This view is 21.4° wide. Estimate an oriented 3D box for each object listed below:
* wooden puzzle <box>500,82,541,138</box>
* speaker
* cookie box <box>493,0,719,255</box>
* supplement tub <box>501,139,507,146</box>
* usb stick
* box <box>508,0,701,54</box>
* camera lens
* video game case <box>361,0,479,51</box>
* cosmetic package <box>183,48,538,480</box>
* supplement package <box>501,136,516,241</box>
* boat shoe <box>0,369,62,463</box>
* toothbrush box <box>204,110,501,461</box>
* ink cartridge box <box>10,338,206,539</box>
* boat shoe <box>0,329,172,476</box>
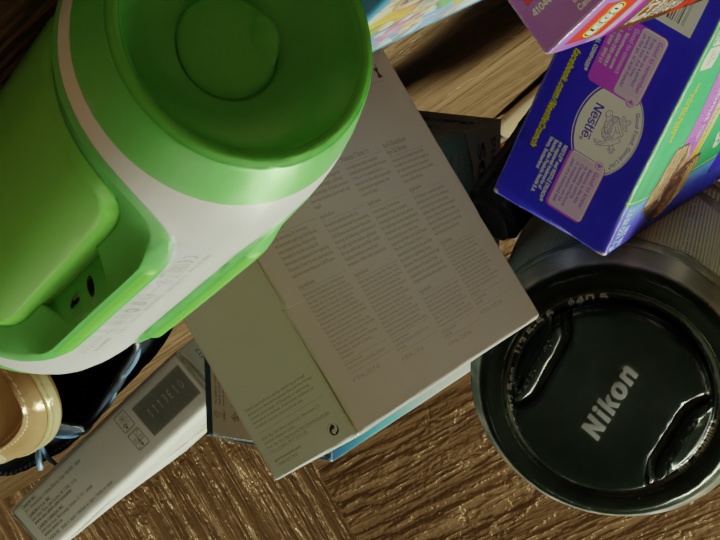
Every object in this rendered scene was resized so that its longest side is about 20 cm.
[{"bbox_3d":[0.221,-0.179,1.608,0.199,0.037,0.185,-25,176,-15],"label":"wooden puzzle"},{"bbox_3d":[-0.070,-0.030,0.552,0.088,0.089,0.200,-29,177,-31],"label":"speaker"},{"bbox_3d":[0.172,-0.117,1.013,0.200,0.075,0.172,-28,147,-56],"label":"cookie box"},{"bbox_3d":[0.231,-0.121,1.798,0.199,0.123,0.122,-30,177,-20],"label":"supplement tub"},{"bbox_3d":[0.124,-0.104,1.085,0.201,0.032,0.056,-55,157,-14],"label":"usb stick"},{"bbox_3d":[0.157,-0.166,0.723,0.136,0.039,0.200,-24,165,-48],"label":"box"},{"bbox_3d":[0.153,0.033,1.090,0.159,0.160,0.200,-31,-169,23],"label":"camera lens"},{"bbox_3d":[0.071,-0.141,0.775,0.199,0.018,0.143,-29,176,-33],"label":"video game case"},{"bbox_3d":[-0.012,-0.012,0.837,0.051,0.152,0.200,-30,178,29],"label":"cosmetic package"},{"bbox_3d":[0.256,-0.086,1.954,0.199,0.192,0.147,-29,176,-11],"label":"supplement package"},{"bbox_3d":[-0.238,0.093,1.132,0.064,0.072,0.200,-29,178,-36],"label":"boat shoe"},{"bbox_3d":[0.000,0.000,1.059,0.085,0.148,0.200,9,-160,30],"label":"toothbrush box"},{"bbox_3d":[-0.118,0.089,1.260,0.200,0.044,0.173,-42,177,33],"label":"ink cartridge box"},{"bbox_3d":[-0.194,0.068,1.195,0.200,0.084,0.069,-49,-174,34],"label":"boat shoe"}]
